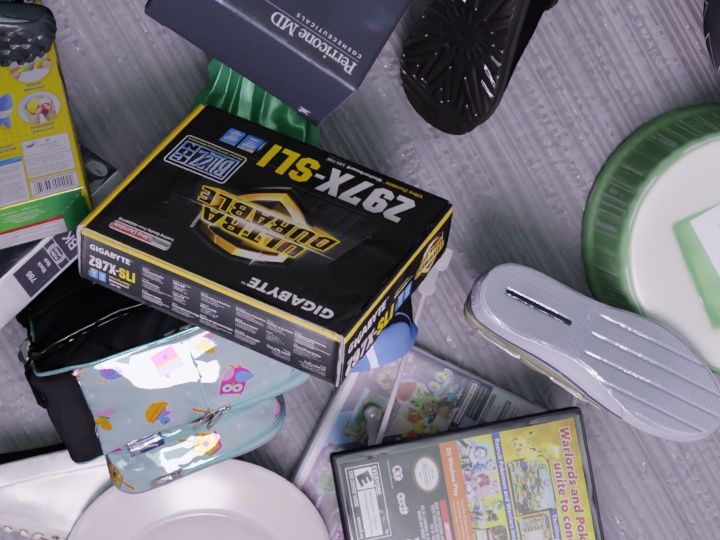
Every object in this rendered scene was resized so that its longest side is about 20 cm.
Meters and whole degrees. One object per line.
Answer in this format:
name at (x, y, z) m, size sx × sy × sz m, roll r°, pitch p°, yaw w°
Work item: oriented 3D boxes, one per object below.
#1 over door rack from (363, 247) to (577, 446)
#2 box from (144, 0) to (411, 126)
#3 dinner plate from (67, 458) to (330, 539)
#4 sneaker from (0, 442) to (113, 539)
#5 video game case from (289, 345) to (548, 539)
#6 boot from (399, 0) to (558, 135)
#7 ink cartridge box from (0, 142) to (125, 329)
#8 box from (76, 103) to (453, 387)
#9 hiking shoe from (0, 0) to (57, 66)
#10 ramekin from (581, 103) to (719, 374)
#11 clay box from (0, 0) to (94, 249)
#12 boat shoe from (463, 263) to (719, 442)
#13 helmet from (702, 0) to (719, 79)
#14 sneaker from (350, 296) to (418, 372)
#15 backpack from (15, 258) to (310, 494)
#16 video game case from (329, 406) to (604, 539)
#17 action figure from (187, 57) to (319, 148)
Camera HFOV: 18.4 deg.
over door rack at (0.085, 0.102, 1.614) m, size 0.148 × 0.067 × 0.200 m, roll 21°, pitch 83°, yaw -9°
box at (-0.030, -0.229, 1.527) m, size 0.148 × 0.107 × 0.200 m, roll 32°, pitch 74°, yaw -9°
dinner plate at (-0.118, 0.225, 1.615) m, size 0.200 × 0.024 × 0.200 m, roll -4°, pitch 120°, yaw -7°
sneaker at (-0.243, 0.173, 1.607) m, size 0.200 × 0.073 × 0.085 m, roll -9°, pitch 96°, yaw -5°
video game case at (0.043, 0.167, 1.659) m, size 0.182 × 0.023 × 0.200 m, roll 26°, pitch 96°, yaw -8°
boot at (0.121, -0.201, 1.584) m, size 0.079 × 0.211 × 0.158 m, roll 41°, pitch 49°, yaw 14°
ink cartridge box at (-0.257, -0.012, 1.546) m, size 0.200 × 0.099 × 0.039 m, roll -46°, pitch 137°, yaw -13°
box at (-0.061, -0.021, 1.474) m, size 0.200 × 0.160 × 0.049 m, roll 23°, pitch 133°, yaw 18°
hiking shoe at (-0.298, -0.196, 1.523) m, size 0.200 × 0.074 × 0.087 m, roll 11°, pitch 75°, yaw 14°
ramekin at (0.268, -0.019, 1.615) m, size 0.200 × 0.098 × 0.200 m, roll -1°, pitch 98°, yaw -5°
clay box at (-0.258, -0.106, 1.540) m, size 0.115 × 0.200 × 0.048 m, roll -15°, pitch 144°, yaw -3°
boat shoe at (0.164, 0.057, 1.566) m, size 0.200 × 0.062 × 0.072 m, roll 32°, pitch 75°, yaw -5°
helmet at (0.338, -0.182, 1.552) m, size 0.200 × 0.200 × 0.191 m, roll 39°, pitch 103°, yaw -9°
sneaker at (0.000, 0.000, 1.541) m, size 0.070 × 0.200 × 0.078 m, roll -15°, pitch 112°, yaw 8°
backpack at (-0.122, 0.050, 1.553) m, size 0.200 × 0.176 × 0.153 m, roll -26°, pitch 115°, yaw 1°
video game case at (0.084, 0.210, 1.563) m, size 0.181 × 0.026 × 0.200 m, roll -10°, pitch 91°, yaw -8°
action figure at (-0.067, -0.142, 1.591) m, size 0.118 × 0.055 × 0.200 m, roll 10°, pitch 90°, yaw -5°
